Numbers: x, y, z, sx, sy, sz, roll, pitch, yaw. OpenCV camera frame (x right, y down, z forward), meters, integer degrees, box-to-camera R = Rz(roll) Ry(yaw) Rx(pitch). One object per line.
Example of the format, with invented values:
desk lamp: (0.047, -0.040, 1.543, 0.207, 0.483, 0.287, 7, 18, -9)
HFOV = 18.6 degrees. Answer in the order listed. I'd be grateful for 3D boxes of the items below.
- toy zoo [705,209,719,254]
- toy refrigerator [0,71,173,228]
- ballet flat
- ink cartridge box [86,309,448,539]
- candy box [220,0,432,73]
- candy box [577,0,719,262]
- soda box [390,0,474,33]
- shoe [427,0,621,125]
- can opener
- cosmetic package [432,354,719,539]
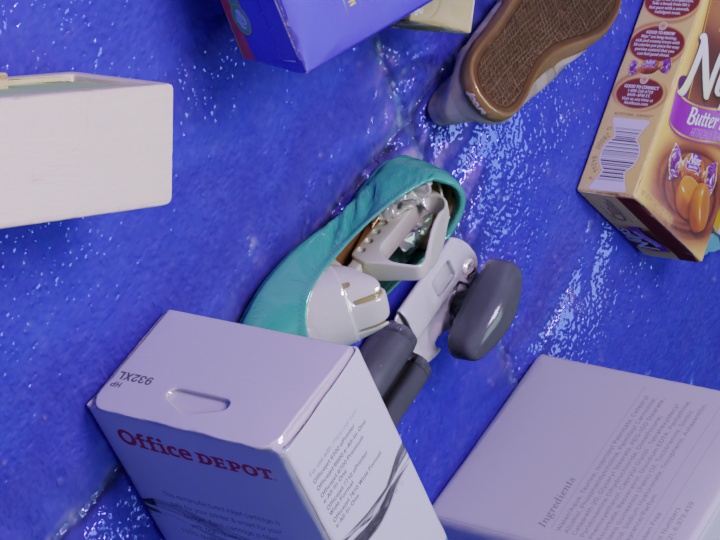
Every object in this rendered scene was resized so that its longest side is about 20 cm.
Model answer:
toy zoo: (0.300, -0.103, 1.741, 0.131, 0.020, 0.201, 42, 64, -48)
toy refrigerator: (-0.186, -0.061, 1.074, 0.199, 0.075, 0.071, -12, 107, -50)
ballet flat: (0.000, 0.000, 1.333, 0.200, 0.070, 0.068, -49, 133, -34)
ink cartridge box: (-0.043, 0.129, 1.245, 0.084, 0.144, 0.201, -52, 135, -32)
candy box: (-0.001, -0.230, 1.215, 0.199, 0.077, 0.170, -32, 115, -26)
candy box: (0.237, -0.122, 1.627, 0.117, 0.056, 0.201, 36, 68, -49)
soda box: (0.037, -0.247, 1.331, 0.067, 0.064, 0.202, 3, 95, -53)
shoe: (0.109, -0.155, 1.463, 0.070, 0.053, 0.200, 51, 47, -6)
can opener: (0.035, 0.061, 1.395, 0.201, 0.066, 0.054, -55, 136, -29)
cosmetic package: (0.185, 0.185, 1.510, 0.167, 0.199, 0.168, -51, 134, -31)
